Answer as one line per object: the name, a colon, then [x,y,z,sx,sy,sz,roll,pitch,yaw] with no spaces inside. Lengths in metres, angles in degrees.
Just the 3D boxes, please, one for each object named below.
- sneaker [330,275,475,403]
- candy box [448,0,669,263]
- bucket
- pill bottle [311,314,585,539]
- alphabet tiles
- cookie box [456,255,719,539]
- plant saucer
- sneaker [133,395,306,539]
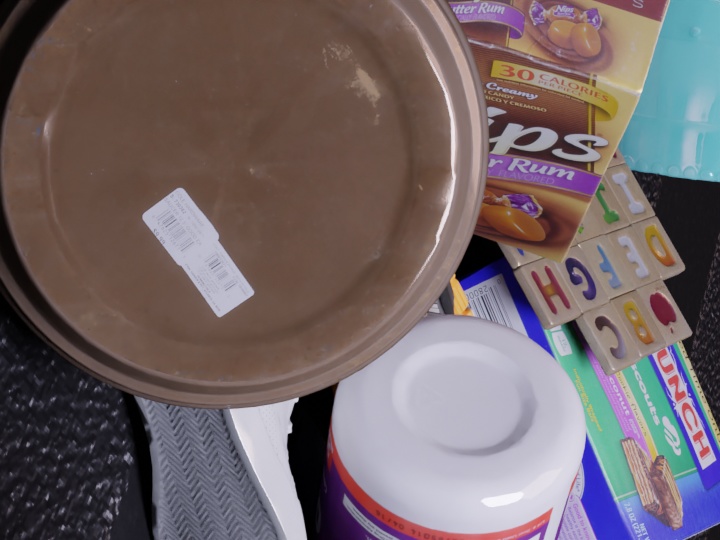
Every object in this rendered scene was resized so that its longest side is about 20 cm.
sneaker: [0.000,0.000,1.182,0.077,0.078,0.200,-53,137,-31]
candy box: [0.060,-0.078,1.154,0.200,0.117,0.057,104,4,-67]
bucket: [0.205,-0.127,1.468,0.207,0.207,0.135,-14,113,-64]
pill bottle: [0.034,0.120,1.178,0.200,0.112,0.113,100,12,-48]
alphabet tiles: [0.102,-0.044,1.329,0.166,0.006,0.200,-17,77,-59]
cookie box: [0.121,0.076,1.375,0.200,0.075,0.171,-6,72,-66]
plant saucer: [-0.048,-0.042,0.944,0.029,0.200,0.200,-122,-153,-73]
sneaker: [-0.040,0.065,1.101,0.116,0.074,0.200,-42,129,-53]
